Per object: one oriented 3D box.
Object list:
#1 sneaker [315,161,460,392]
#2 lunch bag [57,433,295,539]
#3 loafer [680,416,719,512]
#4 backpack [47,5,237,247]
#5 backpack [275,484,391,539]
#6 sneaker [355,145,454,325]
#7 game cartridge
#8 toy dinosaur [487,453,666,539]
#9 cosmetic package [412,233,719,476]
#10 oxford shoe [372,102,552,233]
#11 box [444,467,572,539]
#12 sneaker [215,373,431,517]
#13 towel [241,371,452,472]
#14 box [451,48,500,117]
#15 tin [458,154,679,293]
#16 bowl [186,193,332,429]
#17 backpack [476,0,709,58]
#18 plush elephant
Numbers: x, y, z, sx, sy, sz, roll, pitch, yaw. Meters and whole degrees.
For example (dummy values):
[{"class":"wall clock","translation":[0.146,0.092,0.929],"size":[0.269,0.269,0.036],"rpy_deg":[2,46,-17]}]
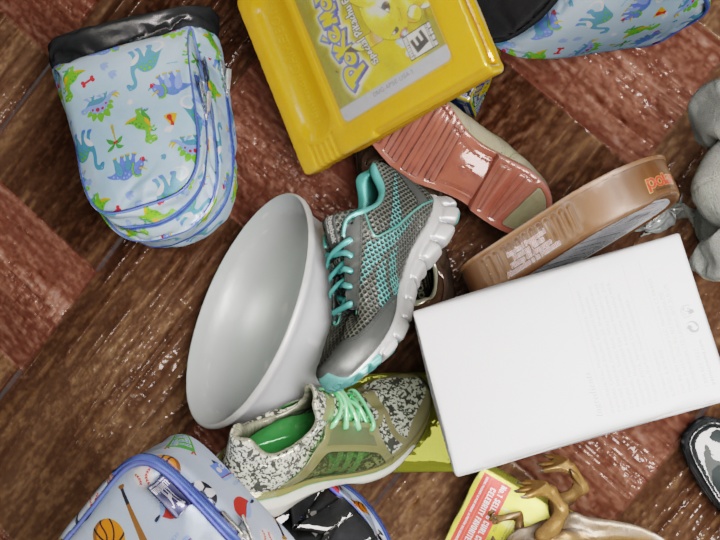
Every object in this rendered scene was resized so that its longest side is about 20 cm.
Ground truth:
[{"class":"sneaker","translation":[0.000,0.000,0.876],"size":[0.091,0.077,0.202],"rpy_deg":[38,51,-15]},{"class":"lunch bag","translation":[-0.140,0.228,0.830],"size":[0.160,0.075,0.201],"rpy_deg":[44,110,9]},{"class":"loafer","translation":[0.335,0.194,0.911],"size":[0.068,0.070,0.201],"rpy_deg":[-44,79,3]},{"class":"backpack","translation":[-0.183,-0.120,1.013],"size":[0.160,0.154,0.204],"rpy_deg":[-11,95,2]},{"class":"backpack","translation":[-0.064,0.253,0.936],"size":[0.199,0.154,0.192],"rpy_deg":[38,94,12]},{"class":"sneaker","translation":[0.039,-0.053,0.987],"size":[0.069,0.076,0.203],"rpy_deg":[-18,82,8]},{"class":"game cartridge","translation":[-0.002,-0.196,0.925],"size":[0.198,0.032,0.179],"rpy_deg":[-25,86,34]},{"class":"toy dinosaur","translation":[0.166,0.203,0.907],"size":[0.196,0.061,0.108],"rpy_deg":[-12,106,14]},{"class":"cosmetic package","translation":[0.149,0.070,0.884],"size":[0.197,0.199,0.125],"rpy_deg":[-17,81,2]},{"class":"oxford shoe","translation":[0.074,-0.103,0.979],"size":[0.199,0.074,0.071],"rpy_deg":[39,109,0]},{"class":"box","translation":[0.172,0.238,0.947],"size":[0.198,0.050,0.076],"rpy_deg":[30,91,12]},{"class":"sneaker","translation":[-0.023,0.119,0.881],"size":[0.198,0.089,0.077],"rpy_deg":[-23,55,-28]},{"class":"towel","translation":[-0.007,0.134,1.009],"size":[0.196,0.018,0.088],"rpy_deg":[-3,88,10]},{"class":"box","translation":[0.019,-0.202,1.008],"size":[0.197,0.070,0.065],"rpy_deg":[23,91,12]},{"class":"tin","translation":[0.162,-0.027,0.916],"size":[0.199,0.111,0.042],"rpy_deg":[-35,71,43]},{"class":"bowl","translation":[-0.060,0.047,0.963],"size":[0.089,0.200,0.204],"rpy_deg":[25,89,-26]},{"class":"backpack","translation":[0.187,-0.242,0.923],"size":[0.199,0.163,0.155],"rpy_deg":[-29,86,-39]},{"class":"plush elephant","translation":[0.312,-0.061,0.897],"size":[0.196,0.155,0.168],"rpy_deg":[-4,83,9]}]
